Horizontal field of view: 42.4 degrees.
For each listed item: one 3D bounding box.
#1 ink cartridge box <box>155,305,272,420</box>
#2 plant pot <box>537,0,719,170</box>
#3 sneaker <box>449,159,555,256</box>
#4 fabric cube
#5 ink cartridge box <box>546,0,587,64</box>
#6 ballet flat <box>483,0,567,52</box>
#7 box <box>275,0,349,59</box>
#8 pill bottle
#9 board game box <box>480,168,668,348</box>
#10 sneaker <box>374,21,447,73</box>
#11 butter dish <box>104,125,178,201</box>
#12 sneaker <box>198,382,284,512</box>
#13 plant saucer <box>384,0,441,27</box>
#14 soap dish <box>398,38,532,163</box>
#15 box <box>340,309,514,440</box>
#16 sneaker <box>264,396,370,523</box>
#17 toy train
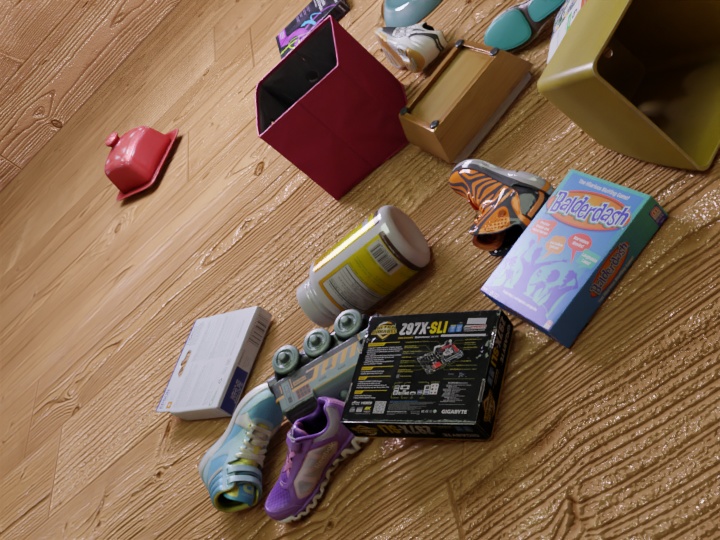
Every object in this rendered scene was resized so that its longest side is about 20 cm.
[{"bbox_3d":[-0.257,0.165,1.627,0.200,0.041,0.200,-12,50,47],"label":"ink cartridge box"},{"bbox_3d":[0.341,-0.251,1.144,0.200,0.200,0.176,-59,20,-11],"label":"plant pot"},{"bbox_3d":[0.172,-0.087,1.289,0.112,0.078,0.200,-57,32,-9],"label":"sneaker"},{"bbox_3d":[-0.049,-0.289,1.662,0.200,0.199,0.196,-37,35,22],"label":"fabric cube"},{"bbox_3d":[0.334,-0.386,1.319,0.200,0.050,0.109,118,169,-58],"label":"ink cartridge box"},{"bbox_3d":[0.282,-0.407,1.484,0.065,0.071,0.200,-25,1,-37],"label":"ballet flat"},{"bbox_3d":[-0.116,-0.585,2.199,0.200,0.036,0.143,-40,33,16],"label":"box"},{"bbox_3d":[0.000,0.000,1.395,0.200,0.109,0.109,-38,34,22],"label":"pill bottle"},{"bbox_3d":[0.258,-0.020,1.143,0.200,0.045,0.152,-53,31,-2],"label":"board game box"},{"bbox_3d":[0.098,-0.428,1.749,0.088,0.076,0.200,-37,35,-5],"label":"sneaker"},{"bbox_3d":[-0.604,-0.307,2.445,0.200,0.148,0.200,-13,49,45],"label":"butter dish"},{"bbox_3d":[-0.157,0.270,1.362,0.200,0.079,0.131,-56,28,12],"label":"sneaker"},{"bbox_3d":[0.115,-0.579,1.894,0.200,0.036,0.200,-32,37,29],"label":"plant saucer"},{"bbox_3d":[0.162,-0.277,1.489,0.200,0.081,0.157,-50,31,1],"label":"soap dish"},{"bbox_3d":[0.084,0.132,1.176,0.200,0.049,0.160,-6,51,34],"label":"box"},{"bbox_3d":[-0.073,0.249,1.262,0.200,0.088,0.080,-52,33,3],"label":"sneaker"},{"bbox_3d":[-0.040,0.140,1.322,0.200,0.085,0.114,-31,48,7],"label":"toy train"}]
